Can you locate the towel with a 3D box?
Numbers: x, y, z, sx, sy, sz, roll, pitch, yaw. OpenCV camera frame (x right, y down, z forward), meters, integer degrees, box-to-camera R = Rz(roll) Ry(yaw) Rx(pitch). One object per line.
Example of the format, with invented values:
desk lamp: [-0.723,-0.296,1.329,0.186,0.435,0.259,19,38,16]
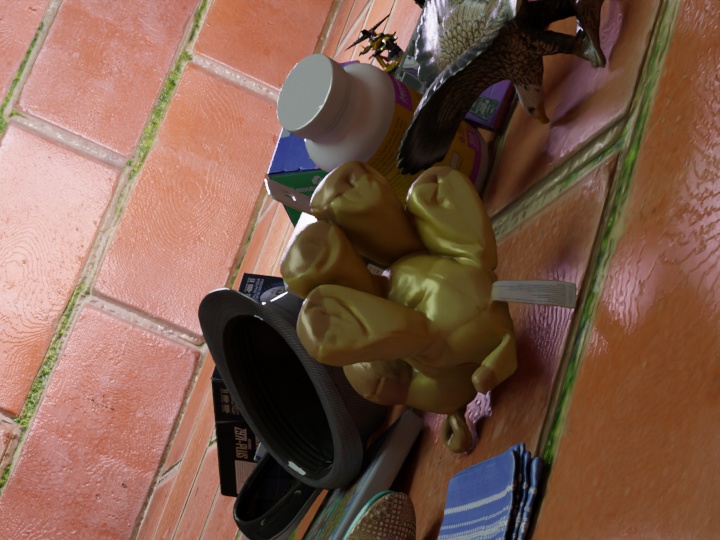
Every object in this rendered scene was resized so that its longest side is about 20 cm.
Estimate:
towel: [0.057,0.213,0.835,0.145,0.024,0.202,135,155,-67]

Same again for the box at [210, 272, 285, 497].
box: [-0.105,0.134,1.493,0.165,0.085,0.202,-78,-8,-47]

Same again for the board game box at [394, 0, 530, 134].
board game box: [0.117,-0.244,1.279,0.202,0.119,0.032,-68,-22,-2]

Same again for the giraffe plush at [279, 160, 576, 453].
giraffe plush: [0.043,0.038,0.946,0.163,0.197,0.174,96,-165,-59]

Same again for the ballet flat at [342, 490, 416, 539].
ballet flat: [0.000,0.259,0.970,0.065,0.070,0.202,44,117,50]

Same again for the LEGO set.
LEGO set: [0.072,-0.274,1.389,0.199,0.116,0.154,-38,7,7]

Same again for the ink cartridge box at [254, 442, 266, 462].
ink cartridge box: [-0.028,0.108,1.293,0.039,0.098,0.202,141,151,-73]

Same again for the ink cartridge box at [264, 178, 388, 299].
ink cartridge box: [0.000,0.000,1.096,0.116,0.198,0.067,-118,53,-78]

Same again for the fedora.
fedora: [-0.044,0.084,1.140,0.090,0.202,0.176,-32,2,-32]

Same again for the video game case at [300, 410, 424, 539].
video game case: [-0.028,0.229,1.123,0.201,0.022,0.182,-57,3,-34]

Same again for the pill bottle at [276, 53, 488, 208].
pill bottle: [0.020,-0.122,1.212,0.104,0.199,0.106,-23,55,38]

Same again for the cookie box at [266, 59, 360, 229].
cookie box: [-0.014,-0.089,1.406,0.173,0.074,0.201,-76,-30,-42]

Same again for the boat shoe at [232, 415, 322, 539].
boat shoe: [-0.047,0.162,1.219,0.201,0.068,0.057,-57,-28,-13]

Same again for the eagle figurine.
eagle figurine: [0.106,-0.175,1.084,0.151,0.198,0.153,-15,-88,-62]
